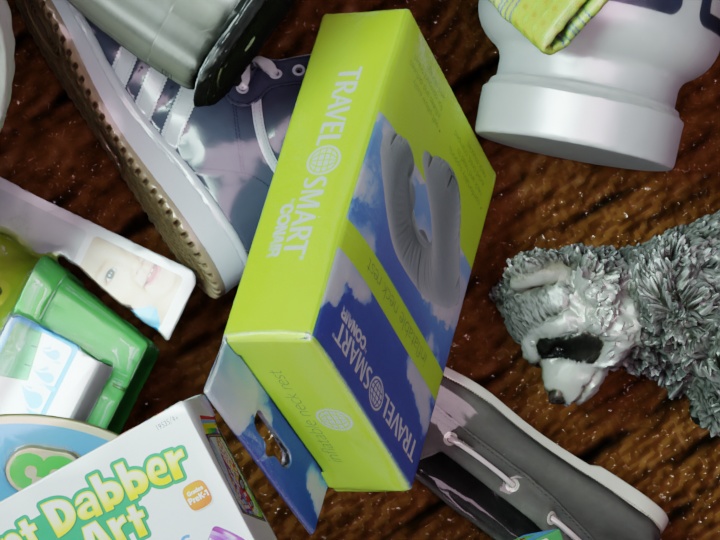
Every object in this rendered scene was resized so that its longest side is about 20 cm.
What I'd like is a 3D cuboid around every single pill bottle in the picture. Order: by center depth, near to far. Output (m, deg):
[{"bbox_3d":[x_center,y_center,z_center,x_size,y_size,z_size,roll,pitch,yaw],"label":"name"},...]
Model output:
[{"bbox_3d":[0.118,-0.151,1.102,0.116,0.116,0.200,12,87,-8],"label":"pill bottle"}]

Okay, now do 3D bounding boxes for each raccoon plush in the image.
[{"bbox_3d":[0.149,-0.012,1.141,0.134,0.097,0.200,28,56,6],"label":"raccoon plush"}]

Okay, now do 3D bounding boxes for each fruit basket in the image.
[{"bbox_3d":[-0.201,0.039,1.070,0.200,0.094,0.185,27,86,-4],"label":"fruit basket"}]

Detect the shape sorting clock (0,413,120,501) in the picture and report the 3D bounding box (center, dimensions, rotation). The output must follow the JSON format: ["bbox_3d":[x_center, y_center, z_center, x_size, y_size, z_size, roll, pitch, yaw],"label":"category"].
[{"bbox_3d":[-0.145,0.160,1.010,0.200,0.039,0.200,0,95,-3],"label":"shape sorting clock"}]

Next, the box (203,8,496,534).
[{"bbox_3d":[0.000,0.000,1.034,0.048,0.122,0.200,-2,54,26],"label":"box"}]

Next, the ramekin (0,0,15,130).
[{"bbox_3d":[-0.224,-0.082,0.908,0.202,0.094,0.203,-18,128,-24],"label":"ramekin"}]

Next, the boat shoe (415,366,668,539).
[{"bbox_3d":[0.053,0.094,1.114,0.200,0.067,0.057,31,70,-9],"label":"boat shoe"}]

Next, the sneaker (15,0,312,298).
[{"bbox_3d":[-0.078,-0.098,1.099,0.108,0.070,0.200,-33,91,-12],"label":"sneaker"}]

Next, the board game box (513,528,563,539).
[{"bbox_3d":[0.028,0.217,1.029,0.200,0.037,0.151,-20,88,-31],"label":"board game box"}]

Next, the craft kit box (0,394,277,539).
[{"bbox_3d":[-0.104,0.182,0.952,0.200,0.049,0.198,-30,84,8],"label":"craft kit box"}]

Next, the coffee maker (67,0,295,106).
[{"bbox_3d":[-0.096,-0.198,1.020,0.200,0.135,0.192,34,67,0],"label":"coffee maker"}]

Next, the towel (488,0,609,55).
[{"bbox_3d":[0.068,-0.203,1.065,0.144,0.023,0.200,-53,53,18],"label":"towel"}]
